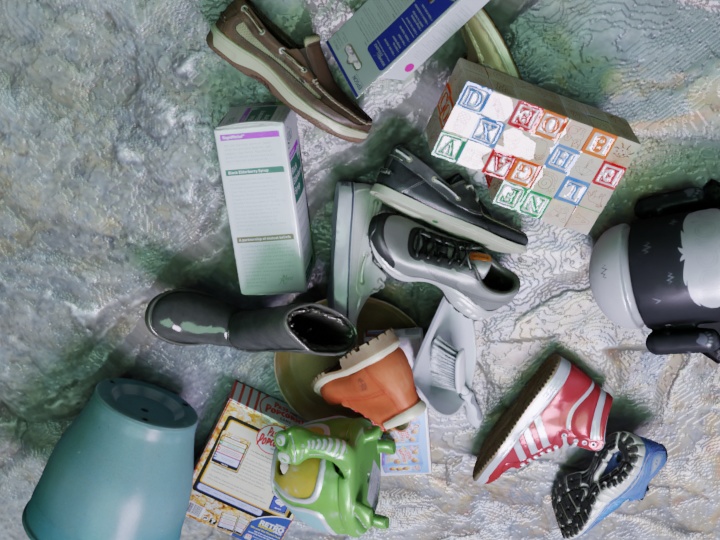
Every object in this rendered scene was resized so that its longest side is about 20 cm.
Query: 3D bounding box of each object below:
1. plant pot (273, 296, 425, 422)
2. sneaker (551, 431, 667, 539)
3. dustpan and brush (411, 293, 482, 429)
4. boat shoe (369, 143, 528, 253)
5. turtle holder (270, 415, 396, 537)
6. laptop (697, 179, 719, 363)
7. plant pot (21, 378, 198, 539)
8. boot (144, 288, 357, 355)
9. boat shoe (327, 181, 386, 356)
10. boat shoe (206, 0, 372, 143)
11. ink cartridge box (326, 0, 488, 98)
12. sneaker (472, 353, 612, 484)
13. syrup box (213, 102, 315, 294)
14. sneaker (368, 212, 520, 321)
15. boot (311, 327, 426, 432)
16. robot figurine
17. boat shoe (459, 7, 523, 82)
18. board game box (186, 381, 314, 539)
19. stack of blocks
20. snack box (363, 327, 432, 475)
[{"bbox_3d":[-0.008,0.115,1.202,0.198,0.028,0.202,1,115,2],"label":"plant pot"},{"bbox_3d":[0.318,0.279,1.224,0.088,0.079,0.201,9,136,-26],"label":"sneaker"},{"bbox_3d":[0.117,0.135,1.171,0.057,0.140,0.201,15,147,20],"label":"dustpan and brush"},{"bbox_3d":[0.110,-0.074,1.083,0.199,0.072,0.068,25,81,-17],"label":"boat shoe"},{"bbox_3d":[-0.039,0.243,1.134,0.130,0.185,0.143,2,91,15],"label":"turtle holder"},{"bbox_3d":[0.453,0.014,1.133,0.199,0.103,0.178,35,115,16],"label":"laptop"},{"bbox_3d":[-0.293,0.245,1.203,0.198,0.200,0.190,21,99,-6],"label":"plant pot"},{"bbox_3d":[-0.126,0.062,1.079,0.180,0.199,0.073,8,89,-31],"label":"boot"},{"bbox_3d":[0.000,0.000,1.113,0.069,0.071,0.203,3,95,-7],"label":"boat shoe"},{"bbox_3d":[-0.064,-0.216,1.026,0.201,0.075,0.075,33,109,-11],"label":"boat shoe"},{"bbox_3d":[0.058,-0.266,0.982,0.200,0.095,0.037,-39,144,18],"label":"ink cartridge box"},{"bbox_3d":[0.231,0.210,1.206,0.112,0.071,0.201,31,111,-7],"label":"sneaker"},{"bbox_3d":[-0.104,-0.080,1.088,0.080,0.079,0.202,-3,115,6],"label":"syrup box"},{"bbox_3d":[0.095,-0.015,1.088,0.199,0.075,0.079,27,146,-23],"label":"sneaker"},{"bbox_3d":[0.009,0.142,1.100,0.075,0.200,0.108,-31,87,-24],"label":"boot"},{"bbox_3d":[0.351,-0.001,1.055,0.198,0.151,0.126,-9,122,29],"label":"robot figurine"},{"bbox_3d":[0.134,-0.195,1.021,0.069,0.074,0.201,-26,111,9],"label":"boat shoe"},{"bbox_3d":[-0.138,0.262,1.268,0.150,0.046,0.201,26,114,-8],"label":"board game box"},{"bbox_3d":[0.169,-0.125,0.995,0.198,0.059,0.116,17,122,-15],"label":"stack of blocks"},{"bbox_3d":[0.048,0.165,1.194,0.071,0.024,0.202,-3,115,4],"label":"snack box"}]
